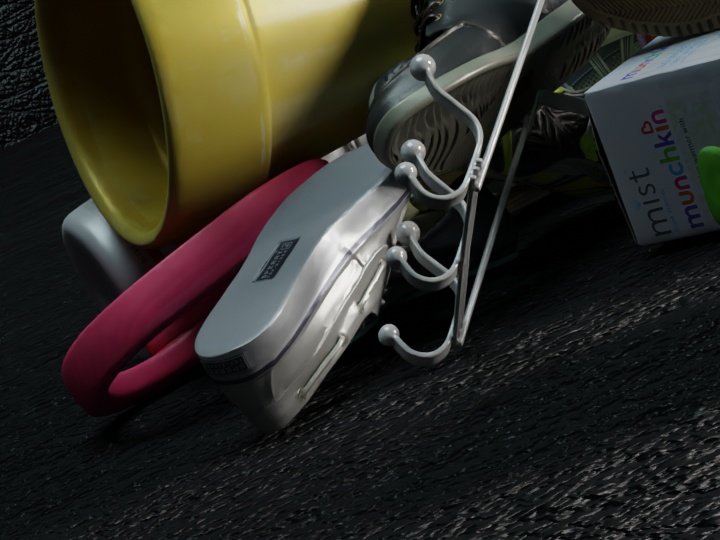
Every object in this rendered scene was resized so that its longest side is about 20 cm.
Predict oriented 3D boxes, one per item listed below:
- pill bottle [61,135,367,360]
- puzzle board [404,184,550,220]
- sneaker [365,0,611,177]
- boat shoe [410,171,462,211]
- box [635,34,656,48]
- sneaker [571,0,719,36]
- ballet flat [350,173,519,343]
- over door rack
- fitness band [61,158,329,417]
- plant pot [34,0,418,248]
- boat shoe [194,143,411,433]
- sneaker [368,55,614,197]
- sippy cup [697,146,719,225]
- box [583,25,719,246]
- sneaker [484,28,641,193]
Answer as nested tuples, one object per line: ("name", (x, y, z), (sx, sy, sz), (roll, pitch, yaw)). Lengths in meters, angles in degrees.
("pill bottle", (-0.079, -0.039, 1.625), (0.199, 0.113, 0.112), (-35, 14, -15))
("puzzle board", (0.020, -0.019, 1.656), (0.150, 0.017, 0.200), (-29, 11, -22))
("sneaker", (0.045, -0.126, 1.427), (0.200, 0.106, 0.075), (-34, -29, -42))
("boat shoe", (0.089, -0.127, 1.655), (0.201, 0.063, 0.073), (-48, 24, -1))
("box", (0.262, -0.164, 1.539), (0.199, 0.138, 0.039), (-23, 10, 2))
("sneaker", (0.213, -0.183, 1.389), (0.199, 0.071, 0.109), (-8, 22, 25))
("ballet flat", (0.000, 0.000, 1.462), (0.199, 0.073, 0.073), (-28, 12, -24))
("over door rack", (0.063, -0.069, 1.330), (0.066, 0.148, 0.200), (24, 57, 14))
("fitness band", (-0.086, 0.011, 1.488), (0.200, 0.037, 0.144), (-40, -9, -2))
("plant pot", (-0.069, -0.134, 1.514), (0.188, 0.202, 0.200), (-18, 8, -24))
("boat shoe", (-0.016, 0.006, 1.379), (0.072, 0.066, 0.200), (-11, 32, 34))
("sneaker", (0.096, -0.074, 1.501), (0.199, 0.076, 0.076), (10, -25, -18))
("sippy cup", (0.239, -0.061, 1.137), (0.130, 0.177, 0.141), (-23, 47, 69))
("box", (0.247, -0.102, 1.386), (0.176, 0.097, 0.200), (-12, 16, 37))
("sneaker", (0.136, -0.119, 1.604), (0.199, 0.087, 0.078), (-28, 26, -3))
